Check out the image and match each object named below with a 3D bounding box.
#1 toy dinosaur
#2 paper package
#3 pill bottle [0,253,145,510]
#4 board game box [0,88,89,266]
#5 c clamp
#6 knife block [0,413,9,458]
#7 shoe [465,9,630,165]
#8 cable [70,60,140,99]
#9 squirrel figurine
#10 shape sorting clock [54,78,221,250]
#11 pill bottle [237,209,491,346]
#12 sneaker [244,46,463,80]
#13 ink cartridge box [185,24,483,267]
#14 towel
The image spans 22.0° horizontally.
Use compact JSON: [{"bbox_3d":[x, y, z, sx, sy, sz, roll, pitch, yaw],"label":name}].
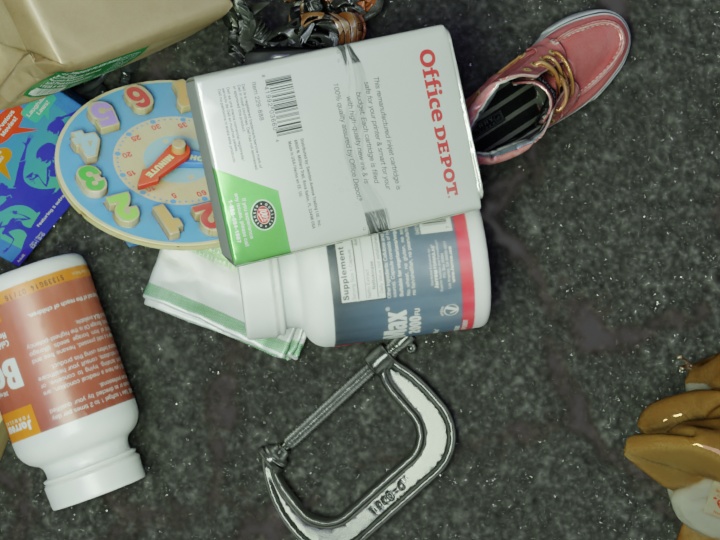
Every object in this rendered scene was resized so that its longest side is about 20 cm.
[{"bbox_3d":[-0.041,-0.205,1.552,0.135,0.102,0.201,-8,72,-11],"label":"toy dinosaur"},{"bbox_3d":[-0.230,-0.249,1.467,0.103,0.200,0.191,-26,91,45],"label":"paper package"},{"bbox_3d":[-0.255,0.095,1.573,0.112,0.112,0.201,-20,88,7],"label":"pill bottle"},{"bbox_3d":[-0.312,-0.107,1.540,0.152,0.200,0.045,-49,49,6],"label":"board game box"},{"bbox_3d":[-0.011,0.134,1.586,0.171,0.027,0.200,43,94,5],"label":"c clamp"},{"bbox_3d":[-0.368,0.202,1.625,0.064,0.176,0.200,23,49,5],"label":"knife block"},{"bbox_3d":[0.150,-0.147,1.501,0.200,0.091,0.072,-35,100,-11],"label":"shoe"},{"bbox_3d":[-0.255,-0.252,1.604,0.162,0.051,0.201,10,95,12],"label":"cable"},{"bbox_3d":[0.323,0.121,1.460,0.199,0.187,0.142,-15,117,35],"label":"squirrel figurine"},{"bbox_3d":[-0.149,-0.091,1.513,0.199,0.200,0.039,21,138,6],"label":"shape sorting clock"},{"bbox_3d":[0.000,0.000,1.516,0.199,0.120,0.120,-7,90,-4],"label":"pill bottle"},{"bbox_3d":[-0.005,-0.125,1.517,0.200,0.067,0.109,1,99,-33],"label":"sneaker"},{"bbox_3d":[-0.020,-0.097,1.420,0.199,0.084,0.147,-12,96,-9],"label":"ink cartridge box"},{"bbox_3d":[-0.090,-0.039,1.590,0.148,0.031,0.201,21,94,6],"label":"towel"}]
